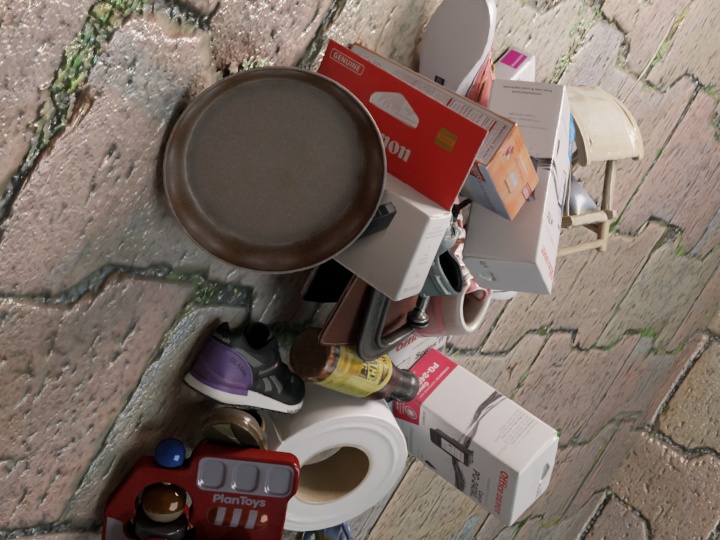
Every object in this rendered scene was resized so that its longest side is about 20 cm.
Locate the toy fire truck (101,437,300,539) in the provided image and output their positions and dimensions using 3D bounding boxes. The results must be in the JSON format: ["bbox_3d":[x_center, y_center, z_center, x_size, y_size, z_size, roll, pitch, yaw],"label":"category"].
[{"bbox_3d":[-0.174,0.258,1.359,0.112,0.200,0.168,-96,-164,-68],"label":"toy fire truck"}]

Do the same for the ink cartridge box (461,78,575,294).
[{"bbox_3d":[0.175,-0.088,1.374,0.146,0.086,0.200,45,52,-70],"label":"ink cartridge box"}]

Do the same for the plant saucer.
[{"bbox_3d":[-0.077,-0.092,1.136,0.032,0.200,0.200,-105,-145,-63],"label":"plant saucer"}]

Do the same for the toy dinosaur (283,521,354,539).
[{"bbox_3d":[-0.059,0.362,1.820,0.200,0.105,0.182,-95,-166,-71],"label":"toy dinosaur"}]

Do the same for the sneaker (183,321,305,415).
[{"bbox_3d":[-0.107,0.105,1.395,0.088,0.076,0.200,-64,154,4],"label":"sneaker"}]

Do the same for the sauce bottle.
[{"bbox_3d":[-0.001,0.116,1.472,0.200,0.066,0.066,22,101,-52],"label":"sauce bottle"}]

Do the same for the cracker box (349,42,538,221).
[{"bbox_3d":[0.074,-0.139,1.265,0.058,0.200,0.134,-55,155,-7],"label":"cracker box"}]

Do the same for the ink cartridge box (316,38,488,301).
[{"bbox_3d":[0.001,-0.097,1.190,0.045,0.200,0.176,-14,132,-54],"label":"ink cartridge box"}]

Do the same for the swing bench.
[{"bbox_3d":[0.260,-0.128,1.595,0.199,0.130,0.200,-13,129,-57],"label":"swing bench"}]

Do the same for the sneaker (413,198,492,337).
[{"bbox_3d":[0.115,-0.016,1.517,0.075,0.105,0.201,7,87,-45],"label":"sneaker"}]

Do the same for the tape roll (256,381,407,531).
[{"bbox_3d":[-0.047,0.227,1.545,0.202,0.071,0.203,-14,133,-15],"label":"tape roll"}]

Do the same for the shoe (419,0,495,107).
[{"bbox_3d":[0.113,-0.225,1.373,0.091,0.071,0.200,-34,149,-47],"label":"shoe"}]

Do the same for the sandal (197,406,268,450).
[{"bbox_3d":[-0.141,0.172,1.385,0.200,0.082,0.055,96,1,-69],"label":"sandal"}]

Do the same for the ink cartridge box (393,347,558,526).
[{"bbox_3d":[0.143,0.214,1.608,0.083,0.200,0.145,-42,152,-27],"label":"ink cartridge box"}]

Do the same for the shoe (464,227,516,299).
[{"bbox_3d":[0.182,-0.013,1.746,0.200,0.071,0.091,-7,132,-52],"label":"shoe"}]

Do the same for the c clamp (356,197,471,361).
[{"bbox_3d":[0.066,0.012,1.400,0.171,0.027,0.200,-22,140,-48],"label":"c clamp"}]

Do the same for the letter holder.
[{"bbox_3d":[0.000,0.000,1.422,0.200,0.101,0.142,-4,126,-58],"label":"letter holder"}]

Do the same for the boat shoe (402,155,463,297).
[{"bbox_3d":[0.075,-0.045,1.263,0.200,0.062,0.073,86,23,-48],"label":"boat shoe"}]

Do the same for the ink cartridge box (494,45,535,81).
[{"bbox_3d":[0.170,-0.171,1.576,0.119,0.042,0.200,-46,151,-22],"label":"ink cartridge box"}]

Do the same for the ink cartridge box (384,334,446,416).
[{"bbox_3d":[0.034,0.118,1.636,0.147,0.083,0.200,-29,143,-43],"label":"ink cartridge box"}]
